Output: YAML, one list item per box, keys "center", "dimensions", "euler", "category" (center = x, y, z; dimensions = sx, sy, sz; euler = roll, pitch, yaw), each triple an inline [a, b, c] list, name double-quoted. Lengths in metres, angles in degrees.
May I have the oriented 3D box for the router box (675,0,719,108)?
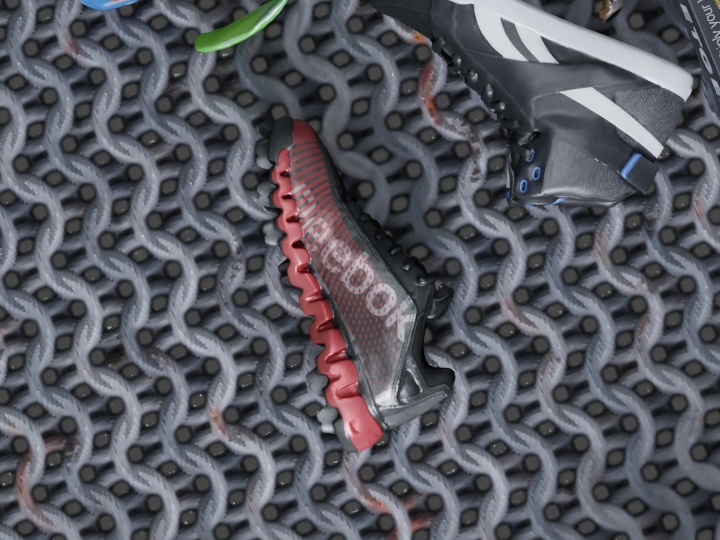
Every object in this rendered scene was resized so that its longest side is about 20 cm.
- center: [0.270, -0.147, 1.710]
  dimensions: [0.157, 0.052, 0.201]
  euler: [-24, 104, -1]
  category: "router box"

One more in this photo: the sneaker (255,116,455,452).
- center: [0.000, 0.000, 1.746]
  dimensions: [0.098, 0.071, 0.201]
  euler: [-18, 88, 3]
  category: "sneaker"

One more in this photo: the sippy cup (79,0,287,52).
- center: [-0.121, -0.220, 1.743]
  dimensions: [0.130, 0.140, 0.178]
  euler: [-24, 73, 13]
  category: "sippy cup"

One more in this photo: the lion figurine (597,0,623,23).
- center: [0.151, -0.230, 1.754]
  dimensions: [0.200, 0.072, 0.123]
  euler: [-35, 81, -10]
  category: "lion figurine"

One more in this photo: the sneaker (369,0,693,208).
- center: [0.084, -0.099, 1.743]
  dimensions: [0.199, 0.073, 0.112]
  euler: [21, 87, 4]
  category: "sneaker"
